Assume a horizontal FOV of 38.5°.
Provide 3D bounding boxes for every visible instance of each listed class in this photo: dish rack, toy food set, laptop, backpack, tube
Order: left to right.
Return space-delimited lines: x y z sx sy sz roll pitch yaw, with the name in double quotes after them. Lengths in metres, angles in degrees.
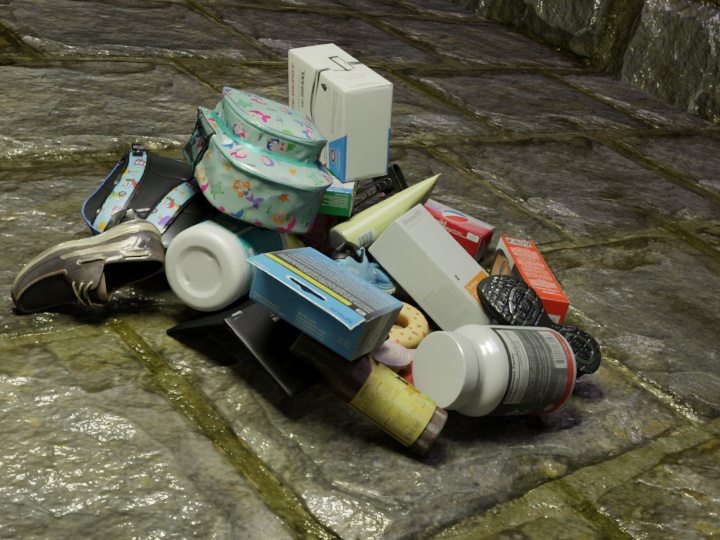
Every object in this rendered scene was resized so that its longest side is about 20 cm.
-0.289 -0.067 1.447 0.182 0.135 0.200 17 39 7 "backpack"
-0.128 -0.139 1.353 0.177 0.151 0.200 15 29 -29 "backpack"
-0.106 0.080 1.319 0.187 0.116 0.200 -28 68 -42 "laptop"
0.021 0.103 1.374 0.199 0.049 0.198 3 28 -26 "toy food set"
0.032 -0.074 1.643 0.054 0.154 0.200 -22 7 31 "dish rack"
0.041 -0.084 1.570 0.200 0.052 0.058 -31 23 -29 "tube"

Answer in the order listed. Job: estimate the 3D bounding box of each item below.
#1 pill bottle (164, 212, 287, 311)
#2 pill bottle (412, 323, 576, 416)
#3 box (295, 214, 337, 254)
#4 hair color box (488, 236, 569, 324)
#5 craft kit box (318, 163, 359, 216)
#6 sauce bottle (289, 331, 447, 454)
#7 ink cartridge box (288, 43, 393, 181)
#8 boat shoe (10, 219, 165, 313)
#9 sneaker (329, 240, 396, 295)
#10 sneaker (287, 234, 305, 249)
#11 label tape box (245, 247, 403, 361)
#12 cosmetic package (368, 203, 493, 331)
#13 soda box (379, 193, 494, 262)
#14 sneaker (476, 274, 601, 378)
-0.168 -0.023 1.380 0.110 0.111 0.200 22 21 14 "pill bottle"
0.169 0.126 1.303 0.199 0.116 0.116 5 26 -39 "pill bottle"
-0.125 -0.106 1.662 0.199 0.096 0.100 22 28 15 "box"
0.250 0.038 1.575 0.061 0.102 0.200 10 25 -12 "hair color box"
-0.100 -0.154 1.590 0.199 0.049 0.198 8 32 3 "craft kit box"
0.008 0.136 1.213 0.200 0.065 0.065 37 25 -3 "sauce bottle"
-0.035 -0.243 1.569 0.084 0.147 0.200 -13 33 -25 "ink cartridge box"
-0.336 0.004 1.283 0.199 0.075 0.073 -27 53 -9 "boat shoe"
0.000 0.000 1.470 0.078 0.090 0.200 -9 2 11 "sneaker"
-0.163 -0.063 1.594 0.200 0.078 0.090 40 26 32 "sneaker"
-0.047 0.038 1.183 0.143 0.066 0.200 31 14 13 "label tape box"
0.117 0.006 1.510 0.200 0.071 0.101 46 31 4 "cosmetic package"
0.127 -0.079 1.789 0.199 0.064 0.070 25 27 19 "soda box"
0.236 0.089 1.443 0.200 0.091 0.076 42 56 3 "sneaker"
